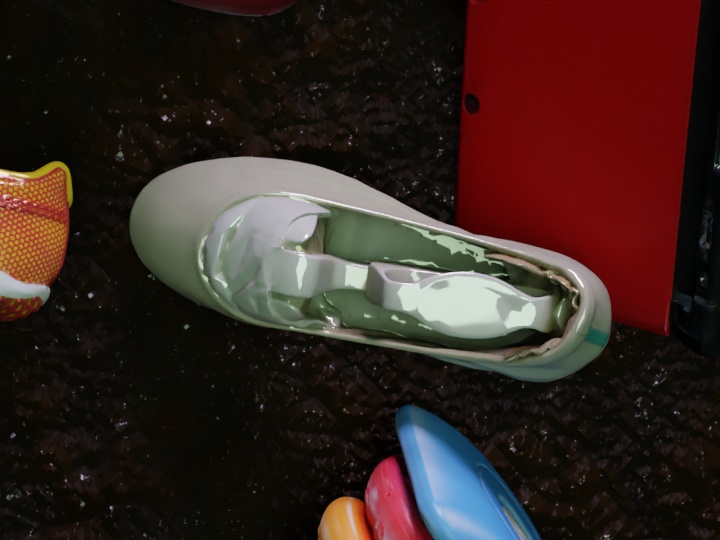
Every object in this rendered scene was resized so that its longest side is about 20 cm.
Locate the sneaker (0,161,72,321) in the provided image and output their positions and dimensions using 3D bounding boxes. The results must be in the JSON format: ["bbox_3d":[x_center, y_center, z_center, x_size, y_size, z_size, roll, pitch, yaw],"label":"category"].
[{"bbox_3d":[-0.210,-0.040,0.815,0.199,0.073,0.077,18,71,-15],"label":"sneaker"}]

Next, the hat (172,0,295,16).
[{"bbox_3d":[-0.174,-0.108,0.829,0.200,0.176,0.166,30,91,28],"label":"hat"}]

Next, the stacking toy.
[{"bbox_3d":[-0.017,0.158,0.852,0.200,0.110,0.116,-35,112,8],"label":"stacking toy"}]

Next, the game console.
[{"bbox_3d":[0.142,-0.081,0.834,0.172,0.119,0.201,-8,116,-23],"label":"game console"}]

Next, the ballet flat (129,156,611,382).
[{"bbox_3d":[0.000,0.000,0.819,0.199,0.069,0.070,11,95,7],"label":"ballet flat"}]
